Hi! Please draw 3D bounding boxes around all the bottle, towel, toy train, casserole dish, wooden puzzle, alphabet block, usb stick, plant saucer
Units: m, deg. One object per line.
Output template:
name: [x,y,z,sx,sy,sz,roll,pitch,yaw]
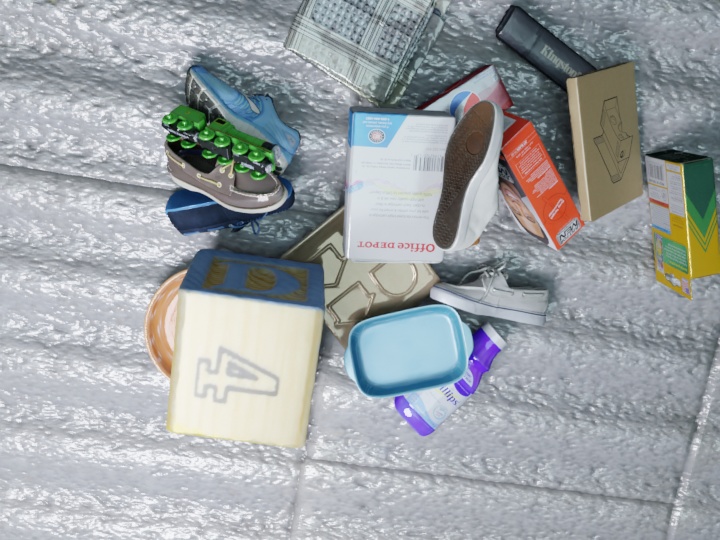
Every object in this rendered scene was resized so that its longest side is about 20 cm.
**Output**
bottle: [0.145,0.167,1.271,0.200,0.065,0.084,-44,99,6]
towel: [0.013,-0.357,1.158,0.197,0.035,0.195,27,99,-10]
toy train: [-0.189,-0.178,1.101,0.197,0.056,0.042,25,140,25]
casserole dish: [0.072,0.120,1.219,0.195,0.039,0.124,-12,91,3]
wooden puzzle: [0.000,0.000,1.236,0.184,0.046,0.201,-37,107,5]
alphabet block: [-0.155,0.102,1.126,0.191,0.196,0.205,8,107,-4]
usb stick: [0.285,-0.312,1.188,0.198,0.033,0.056,34,91,-11]
plant saucer: [-0.231,0.089,1.240,0.195,0.037,0.205,-1,102,-4]

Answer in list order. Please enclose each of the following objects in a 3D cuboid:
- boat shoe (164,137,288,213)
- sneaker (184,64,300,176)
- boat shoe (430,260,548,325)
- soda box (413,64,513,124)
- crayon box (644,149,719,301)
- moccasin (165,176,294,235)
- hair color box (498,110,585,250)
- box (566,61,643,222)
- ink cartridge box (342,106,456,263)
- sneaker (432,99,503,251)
boat shoe: [-0.192,-0.138,1.133,0.197,0.060,0.072,21,58,23]
sneaker: [-0.169,-0.224,1.164,0.199,0.078,0.090,41,59,0]
boat shoe: [0.204,0.025,1.238,0.197,0.075,0.088,12,95,-15]
soda box: [0.120,-0.220,1.182,0.198,0.063,0.071,-32,103,3]
crayon box: [0.483,-0.072,1.211,0.050,0.126,0.205,-10,104,-2]
moccasin: [-0.186,-0.094,1.188,0.195,0.081,0.069,-3,132,15]
hair color box: [0.236,-0.131,1.158,0.061,0.101,0.201,-41,123,-4]
box: [0.361,-0.191,1.179,0.162,0.021,0.205,-23,109,-40]
ink cartridge box: [0.050,-0.119,1.125,0.141,0.085,0.205,2,105,-7]
sneaker: [0.155,-0.126,1.078,0.083,0.072,0.204,-4,118,-42]
